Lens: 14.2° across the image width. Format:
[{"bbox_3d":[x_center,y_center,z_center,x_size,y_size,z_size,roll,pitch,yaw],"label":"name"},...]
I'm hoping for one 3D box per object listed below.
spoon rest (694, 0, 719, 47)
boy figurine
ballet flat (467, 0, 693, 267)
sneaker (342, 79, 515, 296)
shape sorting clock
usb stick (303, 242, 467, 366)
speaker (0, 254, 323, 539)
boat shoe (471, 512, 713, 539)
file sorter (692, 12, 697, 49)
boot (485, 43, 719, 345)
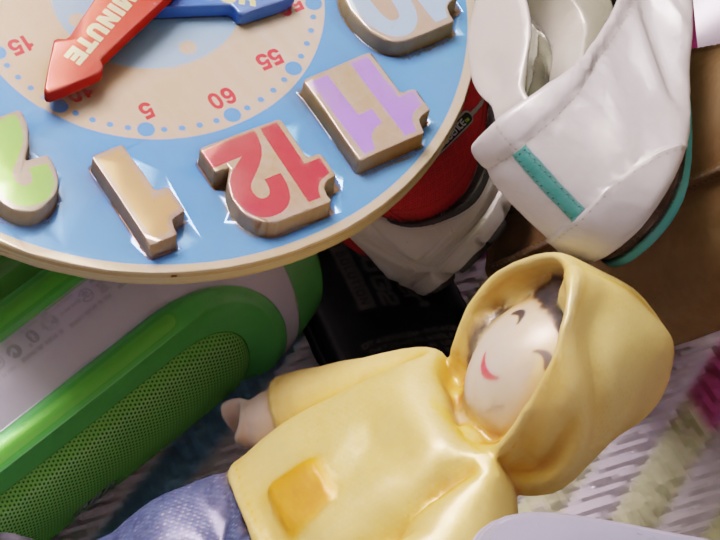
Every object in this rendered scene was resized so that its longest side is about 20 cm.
[{"bbox_3d":[0.133,-0.115,1.069,0.200,0.061,0.099,-16,37,-30],"label":"spoon rest"},{"bbox_3d":[-0.003,0.066,0.803,0.200,0.064,0.124,-29,37,11],"label":"boy figurine"},{"bbox_3d":[0.066,-0.080,0.856,0.069,0.069,0.200,-3,36,10],"label":"ballet flat"},{"bbox_3d":[0.016,-0.088,0.936,0.077,0.085,0.200,-37,33,39],"label":"sneaker"},{"bbox_3d":[-0.064,-0.082,0.857,0.200,0.039,0.200,5,59,-9],"label":"shape sorting clock"},{"bbox_3d":[0.000,0.000,0.959,0.055,0.033,0.200,-9,36,-14],"label":"usb stick"},{"bbox_3d":[-0.106,0.040,0.879,0.200,0.088,0.088,-39,45,-26],"label":"speaker"},{"bbox_3d":[0.116,0.116,0.755,0.200,0.065,0.074,15,32,-1],"label":"boat shoe"},{"bbox_3d":[0.201,-0.064,0.917,0.139,0.125,0.200,-21,39,-13],"label":"file sorter"},{"bbox_3d":[0.108,0.009,0.848,0.200,0.066,0.175,-19,55,57],"label":"boot"}]
